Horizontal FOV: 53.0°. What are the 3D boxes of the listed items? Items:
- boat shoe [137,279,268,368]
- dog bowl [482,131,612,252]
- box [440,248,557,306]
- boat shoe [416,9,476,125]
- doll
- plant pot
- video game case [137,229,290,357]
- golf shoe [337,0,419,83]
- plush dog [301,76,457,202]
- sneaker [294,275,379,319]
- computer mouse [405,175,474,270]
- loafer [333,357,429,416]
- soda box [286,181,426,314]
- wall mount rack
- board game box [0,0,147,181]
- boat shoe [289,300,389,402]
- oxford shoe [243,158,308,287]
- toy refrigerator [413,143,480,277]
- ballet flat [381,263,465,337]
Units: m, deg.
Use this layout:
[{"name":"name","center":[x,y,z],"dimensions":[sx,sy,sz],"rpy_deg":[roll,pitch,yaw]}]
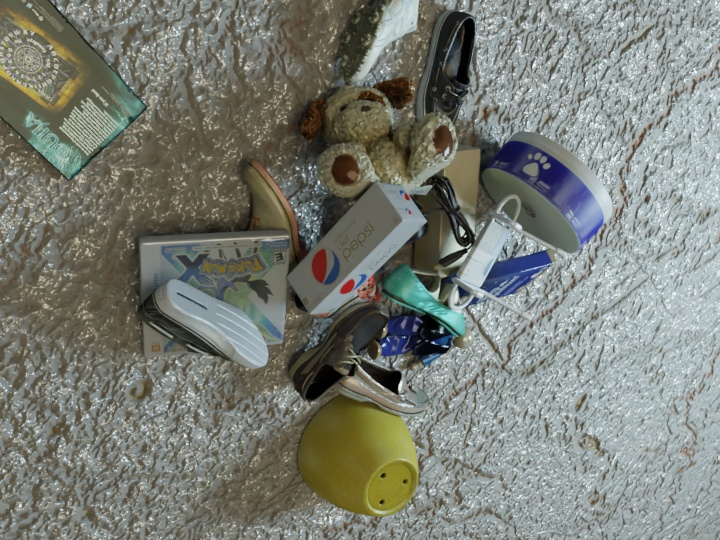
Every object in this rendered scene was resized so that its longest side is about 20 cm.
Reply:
[{"name":"boat shoe","center":[-0.209,0.078,0.972],"dimensions":[0.071,0.072,0.200],"rpy_deg":[-28,132,26]},{"name":"dog bowl","center":[0.293,-0.122,1.149],"dimensions":[0.079,0.200,0.200],"rpy_deg":[-47,123,-5]},{"name":"box","center":[0.221,0.020,1.223],"dimensions":[0.199,0.121,0.033],"rpy_deg":[-11,69,-25]},{"name":"boat shoe","center":[0.138,-0.288,1.089],"dimensions":[0.070,0.066,0.201],"rpy_deg":[4,105,-31]},{"name":"doll","center":[0.105,0.115,1.223],"dimensions":[0.199,0.048,0.137],"rpy_deg":[0,117,-30]},{"name":"plant pot","center":[0.016,0.319,1.186],"dimensions":[0.199,0.142,0.201],"rpy_deg":[-11,112,-28]},{"name":"video game case","center":[-0.199,0.032,0.993],"dimensions":[0.199,0.022,0.183],"rpy_deg":[-4,122,-20]},{"name":"golf shoe","center":[0.042,-0.345,1.012],"dimensions":[0.097,0.078,0.201],"rpy_deg":[22,96,-40]},{"name":"plush dog","center":[0.013,-0.182,1.011],"dimensions":[0.199,0.161,0.173],"rpy_deg":[-19,76,-12]},{"name":"sneaker","center":[-0.001,0.000,1.079],"dimensions":[0.108,0.067,0.201],"rpy_deg":[22,122,-36]},{"name":"computer mouse","center":[0.074,-0.052,1.109],"dimensions":[0.199,0.046,0.141],"rpy_deg":[-29,111,16]},{"name":"loafer","center":[0.044,0.189,1.192],"dimensions":[0.199,0.072,0.063],"rpy_deg":[21,118,-31]},{"name":"soda box","center":[-0.008,-0.027,0.971],"dimensions":[0.200,0.068,0.064],"rpy_deg":[-45,157,29]},{"name":"wall mount rack","center":[0.226,-0.007,1.108],"dimensions":[0.173,0.074,0.201],"rpy_deg":[20,101,-49]},{"name":"board game box","center":[-0.367,-0.221,0.841],"dimensions":[0.135,0.028,0.200],"rpy_deg":[-45,124,-9]},{"name":"boat shoe","center":[-0.025,0.129,1.098],"dimensions":[0.074,0.073,0.200],"rpy_deg":[26,118,-38]},{"name":"oxford shoe","center":[-0.129,-0.058,1.014],"dimensions":[0.074,0.071,0.201],"rpy_deg":[-27,118,-14]},{"name":"toy refrigerator","center":[0.135,-0.097,1.156],"dimensions":[0.076,0.070,0.201],"rpy_deg":[-12,114,-33]},{"name":"ballet flat","center":[0.116,0.044,1.131],"dimensions":[0.200,0.067,0.071],"rpy_deg":[30,98,-40]}]
